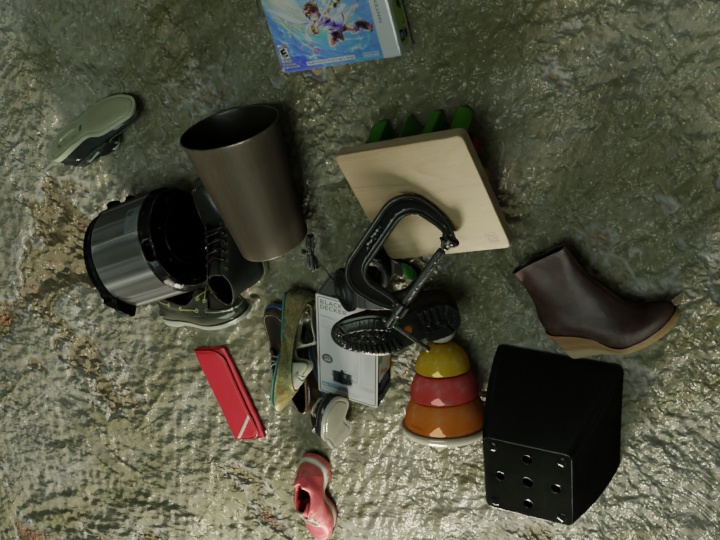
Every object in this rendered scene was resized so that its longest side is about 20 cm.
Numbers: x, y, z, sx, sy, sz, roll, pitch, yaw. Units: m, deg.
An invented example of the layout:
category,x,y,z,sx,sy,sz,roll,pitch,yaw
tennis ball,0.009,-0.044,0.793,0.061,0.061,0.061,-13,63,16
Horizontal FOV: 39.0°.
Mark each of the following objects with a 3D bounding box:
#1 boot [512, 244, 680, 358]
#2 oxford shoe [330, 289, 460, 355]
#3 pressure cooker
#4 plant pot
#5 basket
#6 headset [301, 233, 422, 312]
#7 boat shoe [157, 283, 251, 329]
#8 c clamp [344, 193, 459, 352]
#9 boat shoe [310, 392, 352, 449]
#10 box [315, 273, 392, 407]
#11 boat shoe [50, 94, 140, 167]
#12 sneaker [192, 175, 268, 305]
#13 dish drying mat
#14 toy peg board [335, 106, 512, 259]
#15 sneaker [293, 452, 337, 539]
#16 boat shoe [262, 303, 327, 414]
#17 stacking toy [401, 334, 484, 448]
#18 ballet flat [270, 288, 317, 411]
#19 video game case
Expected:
category,x,y,z,sx,sy,sz,roll,pitch,yaw
boot,0.324,0.037,1.413,0.198,0.073,0.168,-22,110,41
oxford shoe,0.051,0.075,1.544,0.196,0.085,0.074,-10,121,3
pressure cooker,-0.359,-0.036,1.681,0.197,0.176,0.181,-16,109,32
plant pot,0.273,0.259,1.521,0.196,0.178,0.203,9,126,24
basket,-0.163,-0.128,1.542,0.178,0.136,0.203,6,128,41
headset,0.000,0.000,1.543,0.197,0.123,0.096,11,120,32
boat shoe,-0.277,0.058,1.765,0.199,0.072,0.061,-2,125,34
c clamp,0.070,-0.004,1.438,0.169,0.027,0.202,27,114,-6
boat shoe,-0.056,0.248,1.732,0.060,0.074,0.201,35,166,18
box,-0.011,0.115,1.661,0.115,0.060,0.203,15,126,19
boat shoe,-0.426,-0.228,1.677,0.198,0.073,0.067,-25,143,31
sneaker,-0.225,-0.051,1.640,0.074,0.106,0.202,-15,112,35
dish drying mat,-0.243,0.230,1.895,0.076,0.018,0.203,-6,117,33
toy peg board,0.101,-0.129,1.432,0.197,0.099,0.201,-5,134,32
sneaker,-0.097,0.440,1.906,0.072,0.087,0.203,9,124,24
boat shoe,-0.117,0.153,1.737,0.071,0.073,0.202,-13,113,35
stacking toy,0.132,0.161,1.588,0.143,0.146,0.204,4,106,26
ballet flat,-0.104,0.131,1.667,0.069,0.070,0.204,3,81,27
video game case,-0.044,-0.370,1.369,0.197,0.046,0.184,-1,118,30
